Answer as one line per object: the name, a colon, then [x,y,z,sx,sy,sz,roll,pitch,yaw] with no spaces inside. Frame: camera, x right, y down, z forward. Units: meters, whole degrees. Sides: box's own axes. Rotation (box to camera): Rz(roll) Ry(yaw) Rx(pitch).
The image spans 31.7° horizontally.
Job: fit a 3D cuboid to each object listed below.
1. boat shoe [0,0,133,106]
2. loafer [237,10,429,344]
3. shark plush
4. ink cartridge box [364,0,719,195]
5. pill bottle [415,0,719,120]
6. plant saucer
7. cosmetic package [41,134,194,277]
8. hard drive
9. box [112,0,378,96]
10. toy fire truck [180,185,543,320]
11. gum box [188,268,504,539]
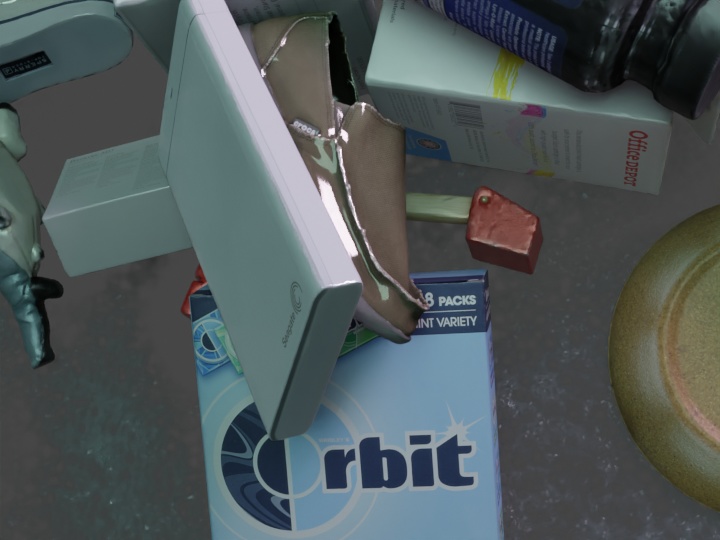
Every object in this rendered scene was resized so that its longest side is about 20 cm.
boat shoe: [-0.253,-0.162,0.877,0.199,0.071,0.070,-15,52,9]
loafer: [-0.007,-0.057,0.677,0.070,0.075,0.200,-27,77,10]
shark plush: [-0.252,-0.031,0.860,0.083,0.091,0.200,-31,95,24]
ink cartridge box: [0.120,-0.133,0.765,0.199,0.129,0.126,10,79,11]
pill bottle: [0.104,-0.161,0.649,0.200,0.112,0.112,32,84,15]
plant saucer: [0.247,0.048,0.747,0.199,0.035,0.201,-2,77,10]
cosmetic package: [-0.093,-0.056,0.805,0.199,0.051,0.083,-13,33,8]
hard drive: [-0.060,-0.030,0.662,0.027,0.132,0.200,-11,56,-24]
box: [-0.074,-0.220,0.782,0.130,0.200,0.200,-14,75,6]
toy fire truck: [0.000,0.000,0.796,0.199,0.049,0.141,19,81,15]
gum box: [-0.005,0.104,0.740,0.169,0.045,0.201,-3,99,10]
